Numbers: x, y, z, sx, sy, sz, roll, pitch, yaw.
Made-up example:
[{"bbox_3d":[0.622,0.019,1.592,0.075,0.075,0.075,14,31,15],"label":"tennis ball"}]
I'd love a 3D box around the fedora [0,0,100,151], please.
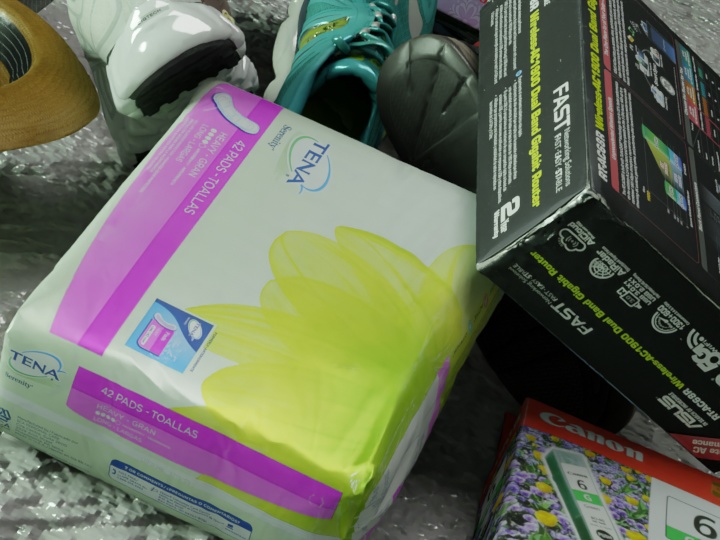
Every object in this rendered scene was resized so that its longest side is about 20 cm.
[{"bbox_3d":[-0.210,-0.073,0.958,0.200,0.082,0.201,19,24,-9],"label":"fedora"}]

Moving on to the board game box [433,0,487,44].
[{"bbox_3d":[0.010,-0.168,1.272,0.199,0.041,0.200,21,0,-38],"label":"board game box"}]

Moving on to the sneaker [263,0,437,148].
[{"bbox_3d":[-0.002,-0.092,1.082,0.077,0.080,0.201,31,59,-15],"label":"sneaker"}]

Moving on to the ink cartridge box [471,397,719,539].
[{"bbox_3d":[0.104,0.104,0.910,0.109,0.050,0.200,23,25,-1],"label":"ink cartridge box"}]

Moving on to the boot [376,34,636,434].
[{"bbox_3d":[0.096,-0.024,1.066,0.200,0.073,0.150,60,30,7],"label":"boot"}]

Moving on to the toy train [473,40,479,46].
[{"bbox_3d":[0.061,-0.059,1.186,0.199,0.085,0.116,14,39,-20],"label":"toy train"}]

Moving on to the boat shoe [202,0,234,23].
[{"bbox_3d":[-0.096,-0.132,1.200,0.059,0.072,0.200,14,20,-12],"label":"boat shoe"}]

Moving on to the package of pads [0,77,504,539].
[{"bbox_3d":[-0.033,0.018,0.893,0.154,0.068,0.200,25,40,5],"label":"package of pads"}]

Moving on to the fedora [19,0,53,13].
[{"bbox_3d":[-0.195,-0.169,1.099,0.176,0.200,0.091,-19,73,-29],"label":"fedora"}]

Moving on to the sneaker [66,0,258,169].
[{"bbox_3d":[-0.094,-0.102,1.019,0.081,0.075,0.200,57,-10,6],"label":"sneaker"}]

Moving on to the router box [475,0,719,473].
[{"bbox_3d":[0.120,-0.032,0.962,0.150,0.062,0.200,41,30,-25],"label":"router box"}]
